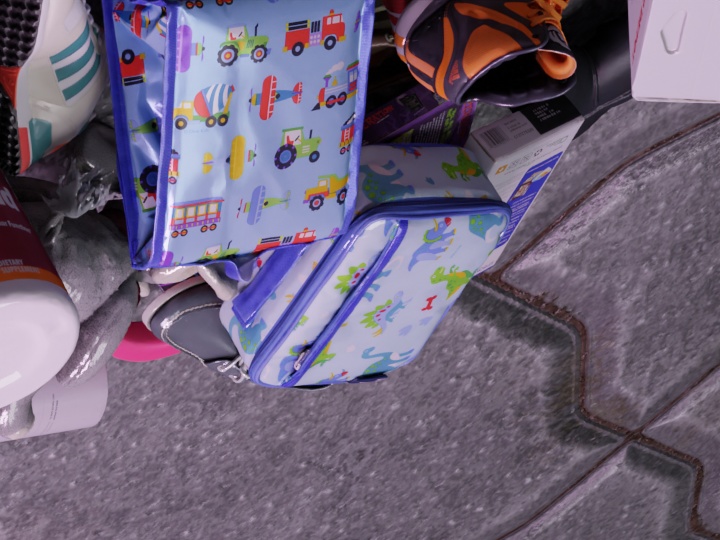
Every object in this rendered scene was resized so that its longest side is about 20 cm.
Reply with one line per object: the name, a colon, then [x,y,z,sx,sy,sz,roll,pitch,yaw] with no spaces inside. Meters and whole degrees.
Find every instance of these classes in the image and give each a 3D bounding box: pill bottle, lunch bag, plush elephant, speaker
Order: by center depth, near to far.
pill bottle: [-0.263,-0.019,1.279,0.114,0.200,0.114,-24,149,-16]
lunch bag: [-0.074,-0.088,1.307,0.150,0.094,0.200,-12,112,-31]
plush elephant: [-0.181,-0.009,1.406,0.155,0.165,0.200,-6,148,-50]
lunch bag: [0.000,0.000,1.475,0.161,0.082,0.200,-1,139,-42]
speaker: [-0.290,0.092,1.534,0.200,0.081,0.081,-8,142,-36]

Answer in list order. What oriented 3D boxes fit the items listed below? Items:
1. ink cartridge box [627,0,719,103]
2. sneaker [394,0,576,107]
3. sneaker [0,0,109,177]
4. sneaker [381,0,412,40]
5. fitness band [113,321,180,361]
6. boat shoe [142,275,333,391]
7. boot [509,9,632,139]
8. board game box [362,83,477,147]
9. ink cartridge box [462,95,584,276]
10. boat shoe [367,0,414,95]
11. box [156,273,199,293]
ink cartridge box: [0.231,-0.234,1.416,0.085,0.200,0.145,4,145,1]
sneaker: [0.126,-0.175,1.348,0.200,0.112,0.078,-41,137,1]
sneaker: [-0.194,-0.151,1.300,0.093,0.070,0.200,-31,153,-34]
sneaker: [0.097,-0.223,1.423,0.200,0.071,0.113,-28,139,-15]
fitness band: [-0.114,-0.001,1.546,0.200,0.037,0.144,-25,151,-10]
boat shoe: [-0.083,0.052,1.555,0.073,0.062,0.200,-42,150,19]
boot: [0.181,-0.176,1.586,0.168,0.076,0.200,-34,155,8]
board game box: [0.025,-0.063,1.533,0.120,0.032,0.200,-28,154,-23]
ink cartridge box: [0.095,-0.051,1.581,0.095,0.037,0.200,-27,157,-33]
boat shoe: [-0.033,-0.140,1.441,0.202,0.075,0.075,-22,148,-17]
box: [-0.065,-0.029,1.614,0.200,0.036,0.143,-33,149,-2]
